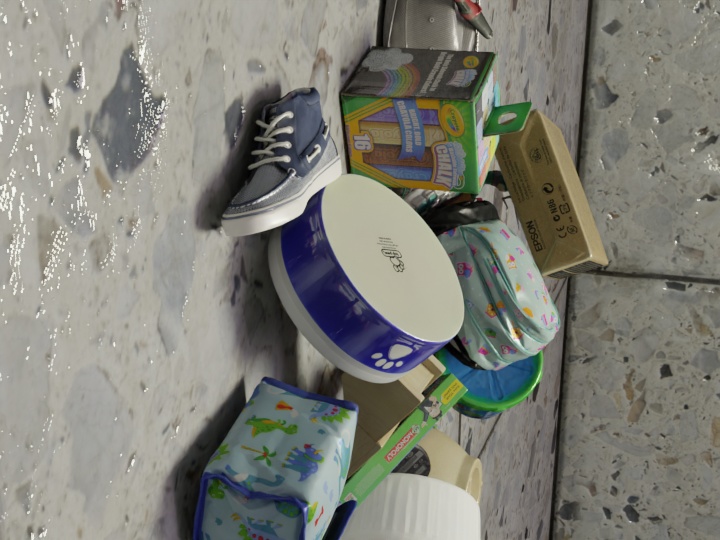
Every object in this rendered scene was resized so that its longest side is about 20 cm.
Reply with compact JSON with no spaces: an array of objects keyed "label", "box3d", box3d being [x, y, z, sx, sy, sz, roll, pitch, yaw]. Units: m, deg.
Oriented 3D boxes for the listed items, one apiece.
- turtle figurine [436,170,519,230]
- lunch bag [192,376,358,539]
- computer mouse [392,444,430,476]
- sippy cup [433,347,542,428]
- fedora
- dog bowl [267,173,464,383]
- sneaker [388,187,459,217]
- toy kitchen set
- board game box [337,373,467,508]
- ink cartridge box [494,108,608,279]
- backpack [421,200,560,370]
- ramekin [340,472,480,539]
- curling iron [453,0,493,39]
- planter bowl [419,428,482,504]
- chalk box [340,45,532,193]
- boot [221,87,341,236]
[{"label":"turtle figurine","box3d":[0.127,-0.101,1.551,0.150,0.101,0.200,-48,121,-25]},{"label":"lunch bag","box3d":[-0.080,0.234,1.091,0.170,0.127,0.200,-57,162,-59]},{"label":"computer mouse","box3d":[0.039,0.190,1.433,0.140,0.046,0.200,-48,132,-3]},{"label":"sippy cup","box3d":[0.158,0.130,1.498,0.130,0.177,0.140,94,-7,-67]},{"label":"fedora","box3d":[0.091,-0.296,1.462,0.177,0.090,0.201,-36,131,-67]},{"label":"dog bowl","box3d":[0.008,0.006,1.149,0.200,0.079,0.200,33,35,-28]},{"label":"sneaker","box3d":[0.084,-0.128,1.436,0.200,0.091,0.078,-36,163,-38]},{"label":"toy kitchen set","box3d":[-0.025,0.106,1.284,0.200,0.180,0.163,-46,179,31]},{"label":"board game box","box3d":[0.028,0.199,1.309,0.200,0.029,0.135,-45,-178,-13]},{"label":"ink cartridge box","box3d":[0.244,-0.093,1.494,0.165,0.075,0.200,10,60,-71]},{"label":"backpack","box3d":[0.146,0.018,1.386,0.167,0.126,0.200,-13,75,-55]},{"label":"ramekin","box3d":[0.054,0.325,1.427,0.201,0.200,0.098,70,24,-55]},{"label":"curling iron","box3d":[0.134,-0.326,1.412,0.200,0.025,0.050,32,61,-63]},{"label":"planter bowl","box3d":[0.097,0.315,1.653,0.200,0.134,0.201,7,90,-73]},{"label":"chalk box","box3d":[0.095,-0.173,1.339,0.125,0.199,0.124,-62,153,-48]},{"label":"boot","box3d":[-0.080,-0.102,1.057,0.200,0.073,0.091,-52,130,-62]}]
